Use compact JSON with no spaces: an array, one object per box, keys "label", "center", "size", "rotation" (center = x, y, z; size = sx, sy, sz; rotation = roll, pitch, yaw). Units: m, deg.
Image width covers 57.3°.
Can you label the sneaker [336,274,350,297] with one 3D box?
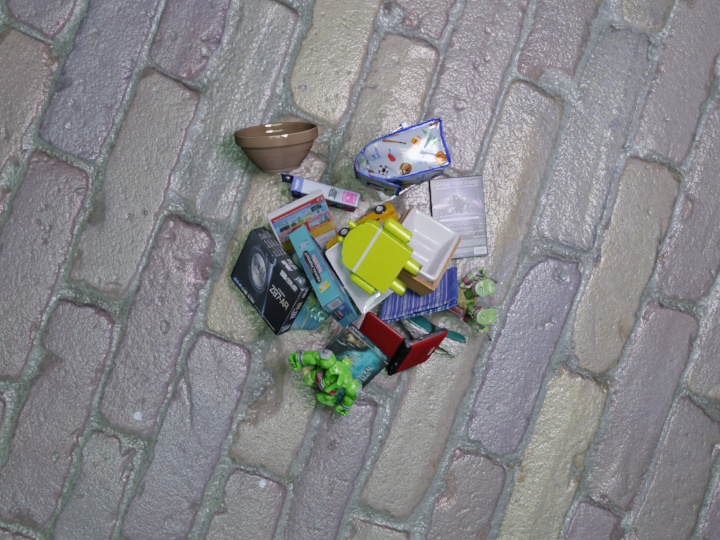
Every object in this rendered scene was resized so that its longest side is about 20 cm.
[{"label":"sneaker","center":[0.012,0.015,1.640],"size":[0.196,0.075,0.083],"rotation":[-25,107,-2]}]

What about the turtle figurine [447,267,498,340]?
[{"label":"turtle figurine","center":[0.299,0.072,1.602],"size":[0.197,0.194,0.146],"rotation":[31,87,-8]}]

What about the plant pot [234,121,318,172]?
[{"label":"plant pot","center":[-0.195,-0.289,1.556],"size":[0.195,0.202,0.095],"rotation":[-5,112,-5]}]

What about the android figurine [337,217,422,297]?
[{"label":"android figurine","center":[0.038,-0.033,1.492],"size":[0.198,0.041,0.184],"rotation":[34,114,3]}]

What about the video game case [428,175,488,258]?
[{"label":"video game case","center":[0.250,-0.134,1.678],"size":[0.139,0.019,0.206],"rotation":[-5,91,-5]}]

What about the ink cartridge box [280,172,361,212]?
[{"label":"ink cartridge box","center":[-0.100,-0.187,1.593],"size":[0.195,0.119,0.043],"rotation":[16,88,-5]}]

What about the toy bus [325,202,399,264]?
[{"label":"toy bus","center":[0.011,-0.080,1.611],"size":[0.197,0.066,0.079],"rotation":[-33,51,-8]}]

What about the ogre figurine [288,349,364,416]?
[{"label":"ogre figurine","center":[-0.070,0.258,1.556],"size":[0.119,0.097,0.203],"rotation":[-29,90,41]}]

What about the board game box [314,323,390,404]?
[{"label":"board game box","center":[-0.037,0.234,1.604],"size":[0.135,0.028,0.200],"rotation":[41,121,-3]}]

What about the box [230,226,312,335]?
[{"label":"box","center":[-0.212,0.025,1.549],"size":[0.201,0.043,0.162],"rotation":[48,128,19]}]

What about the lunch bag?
[{"label":"lunch bag","center":[0.082,-0.229,1.391],"size":[0.195,0.170,0.127],"rotation":[-14,90,0]}]

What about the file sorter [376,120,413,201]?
[{"label":"file sorter","center":[0.080,-0.249,1.572],"size":[0.123,0.200,0.141],"rotation":[-29,94,1]}]

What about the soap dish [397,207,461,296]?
[{"label":"soap dish","center":[0.140,-0.044,1.586],"size":[0.155,0.082,0.201],"rotation":[30,48,5]}]

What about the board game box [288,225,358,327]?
[{"label":"board game box","center":[-0.085,0.016,1.518],"size":[0.046,0.151,0.203],"rotation":[-30,62,3]}]

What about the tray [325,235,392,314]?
[{"label":"tray","center":[0.000,0.000,1.575],"size":[0.106,0.022,0.202],"rotation":[-35,120,-6]}]

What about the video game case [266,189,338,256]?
[{"label":"video game case","center":[-0.129,-0.089,1.576],"size":[0.140,0.202,0.018],"rotation":[-25,49,-5]}]

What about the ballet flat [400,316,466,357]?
[{"label":"ballet flat","center":[0.173,0.165,1.656],"size":[0.196,0.072,0.073],"rotation":[25,89,-5]}]

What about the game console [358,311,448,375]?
[{"label":"game console","center":[0.095,0.162,1.592],"size":[0.169,0.201,0.121],"rotation":[-18,68,-19]}]

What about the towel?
[{"label":"towel","center":[0.142,0.057,1.585],"size":[0.195,0.146,0.024],"rotation":[-16,122,18]}]

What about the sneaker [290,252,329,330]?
[{"label":"sneaker","center":[-0.129,0.057,1.606],"size":[0.127,0.080,0.205],"rotation":[8,115,-8]}]
